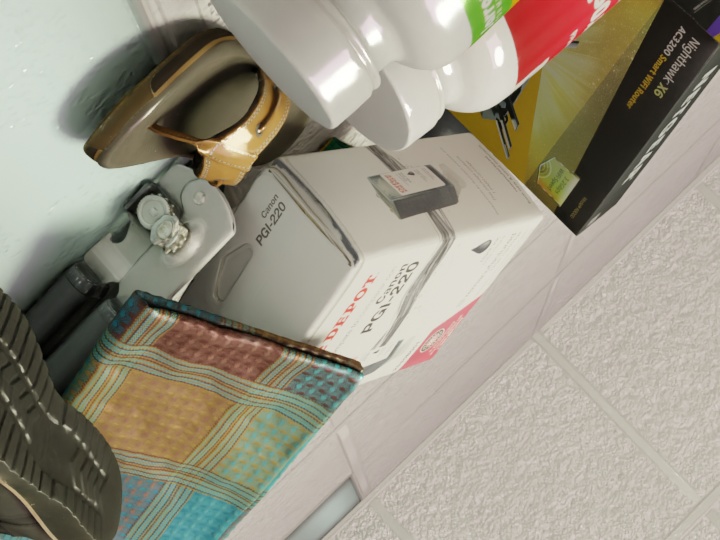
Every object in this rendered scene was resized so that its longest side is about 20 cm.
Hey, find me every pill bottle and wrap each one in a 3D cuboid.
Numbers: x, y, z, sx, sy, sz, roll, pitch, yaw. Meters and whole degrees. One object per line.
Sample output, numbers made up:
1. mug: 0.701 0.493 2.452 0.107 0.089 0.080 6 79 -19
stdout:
1. pill bottle: 0.033 -0.158 0.569 0.200 0.111 0.111 -44 167 -4
2. pill bottle: 0.068 -0.156 0.688 0.200 0.112 0.112 -41 167 -16

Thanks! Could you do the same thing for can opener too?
1. can opener: -0.142 0.024 0.731 0.200 0.053 0.066 -45 167 3

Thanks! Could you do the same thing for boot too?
1. boot: -0.217 0.081 0.646 0.078 0.137 0.201 -85 162 -45

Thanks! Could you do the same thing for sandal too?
1. sandal: -0.066 -0.070 0.670 0.082 0.055 0.200 -47 167 11

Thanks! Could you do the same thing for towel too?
1. towel: -0.107 0.099 0.740 0.146 0.022 0.200 19 128 -29

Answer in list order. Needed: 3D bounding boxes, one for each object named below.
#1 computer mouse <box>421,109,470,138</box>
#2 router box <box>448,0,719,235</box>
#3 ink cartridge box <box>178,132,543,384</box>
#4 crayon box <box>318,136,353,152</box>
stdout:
1. computer mouse: 0.063 -0.081 1.048 0.138 0.053 0.200 -41 167 -13
2. router box: 0.140 -0.142 0.859 0.052 0.157 0.201 -35 164 -35
3. ink cartridge box: 0.000 0.000 0.807 0.199 0.085 0.146 -12 145 -50
4. crayon box: -0.049 0.003 0.945 0.200 0.058 0.119 -47 166 10
